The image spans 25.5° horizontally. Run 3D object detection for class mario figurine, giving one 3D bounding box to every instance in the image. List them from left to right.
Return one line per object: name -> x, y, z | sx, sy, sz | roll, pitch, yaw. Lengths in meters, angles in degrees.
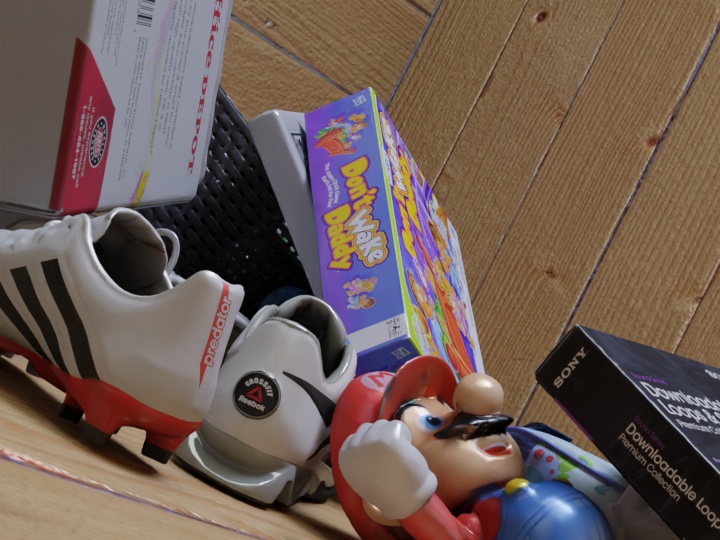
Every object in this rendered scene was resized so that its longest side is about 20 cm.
mario figurine -> 0.069, 0.091, 0.649 | 0.200, 0.106, 0.123 | 33, -18, 33

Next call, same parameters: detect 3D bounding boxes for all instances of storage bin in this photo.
storage bin -> -0.108, -0.065, 1.040 | 0.200, 0.094, 0.135 | 54, 1, 33

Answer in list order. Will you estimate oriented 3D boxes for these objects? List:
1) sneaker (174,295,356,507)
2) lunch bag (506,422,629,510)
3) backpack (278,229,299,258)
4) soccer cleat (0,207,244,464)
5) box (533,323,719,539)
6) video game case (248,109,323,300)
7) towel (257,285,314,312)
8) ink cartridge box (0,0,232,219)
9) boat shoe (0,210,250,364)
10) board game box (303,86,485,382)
sneaker -> -0.031, 0.058, 0.753 | 0.074, 0.089, 0.200 | 26, -2, 2
lunch bag -> 0.151, 0.155, 0.765 | 0.161, 0.083, 0.200 | 32, -3, -42
backpack -> -0.096, 0.007, 1.305 | 0.177, 0.151, 0.200 | 26, -5, -33
soccer cleat -> -0.126, 0.006, 0.663 | 0.200, 0.085, 0.069 | 27, -1, 40
box -> 0.176, 0.106, 0.660 | 0.143, 0.036, 0.200 | 17, 24, -49
video game case -> 0.000, 0.000, 0.974 | 0.182, 0.024, 0.200 | -15, 83, -77
towel -> -0.006, 0.068, 1.026 | 0.112, 0.048, 0.200 | 67, 10, 11
ink cartridge box -> -0.135, -0.106, 0.775 | 0.083, 0.146, 0.200 | 11, 6, 10
boat shoe -> -0.113, 0.020, 0.800 | 0.086, 0.075, 0.202 | 4, -23, 39
board game box -> 0.023, 0.013, 0.892 | 0.200, 0.045, 0.135 | -98, 161, -45
